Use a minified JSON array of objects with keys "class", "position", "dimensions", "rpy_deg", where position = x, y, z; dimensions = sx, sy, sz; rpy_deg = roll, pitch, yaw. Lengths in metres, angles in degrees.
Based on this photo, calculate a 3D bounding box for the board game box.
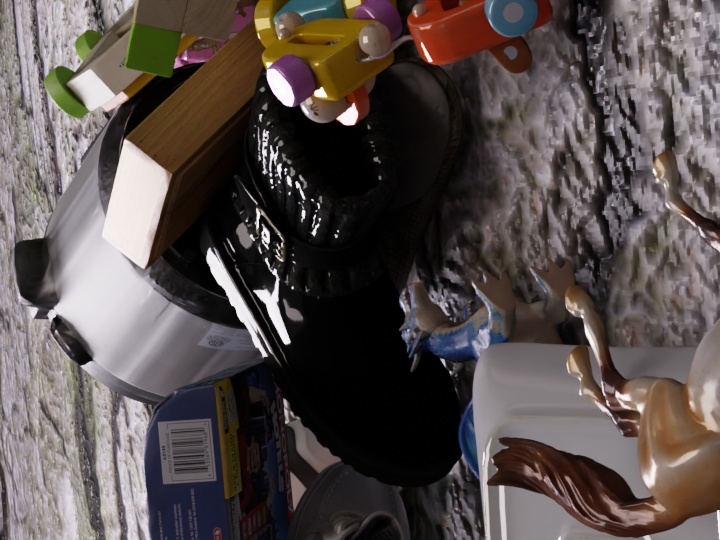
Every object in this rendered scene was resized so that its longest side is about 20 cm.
[{"class":"board game box","position":[-0.073,0.152,1.292],"dimensions":[0.200,0.061,0.201],"rpy_deg":[-17,-78,-80]}]

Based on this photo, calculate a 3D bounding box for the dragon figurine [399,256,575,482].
[{"class":"dragon figurine","position":[0.080,0.064,1.084],"dimensions":[0.200,0.059,0.100],"rpy_deg":[61,154,33]}]

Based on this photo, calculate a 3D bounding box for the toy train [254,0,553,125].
[{"class":"toy train","position":[0.025,-0.117,1.140],"dimensions":[0.200,0.150,0.056],"rpy_deg":[-117,2,-68]}]

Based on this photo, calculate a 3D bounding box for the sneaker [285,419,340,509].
[{"class":"sneaker","position":[-0.038,0.164,1.498],"dimensions":[0.074,0.080,0.201],"rpy_deg":[-117,26,-49]}]

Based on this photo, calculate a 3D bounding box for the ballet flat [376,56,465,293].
[{"class":"ballet flat","position":[0.021,-0.044,1.293],"dimensions":[0.067,0.046,0.200],"rpy_deg":[43,143,23]}]

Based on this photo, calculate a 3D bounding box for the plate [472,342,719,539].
[{"class":"plate","position":[0.109,0.130,0.956],"dimensions":[0.200,0.032,0.200],"rpy_deg":[-2,94,55]}]

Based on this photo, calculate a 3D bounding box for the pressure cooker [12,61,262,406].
[{"class":"pressure cooker","position":[-0.104,-0.012,1.446],"dimensions":[0.179,0.176,0.200],"rpy_deg":[-54,3,-34]}]

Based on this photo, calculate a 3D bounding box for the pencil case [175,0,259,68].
[{"class":"pencil case","position":[-0.106,-0.234,1.596],"dimensions":[0.087,0.082,0.201],"rpy_deg":[-136,44,-67]}]

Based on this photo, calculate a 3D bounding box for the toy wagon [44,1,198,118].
[{"class":"toy wagon","position":[-0.107,-0.165,1.415],"dimensions":[0.040,0.155,0.200],"rpy_deg":[47,-158,-12]}]

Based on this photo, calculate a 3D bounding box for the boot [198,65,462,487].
[{"class":"boot","position":[-0.002,0.001,1.244],"dimensions":[0.211,0.079,0.158],"rpy_deg":[50,145,12]}]

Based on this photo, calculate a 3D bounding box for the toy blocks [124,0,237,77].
[{"class":"toy blocks","position":[-0.079,-0.218,1.246],"dimensions":[0.137,0.100,0.201],"rpy_deg":[-98,21,-63]}]

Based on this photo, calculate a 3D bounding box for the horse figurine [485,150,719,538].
[{"class":"horse figurine","position":[0.129,0.028,0.864],"dimensions":[0.200,0.050,0.133],"rpy_deg":[-56,43,23]}]

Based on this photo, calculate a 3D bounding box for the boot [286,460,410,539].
[{"class":"boot","position":[0.003,0.153,1.235],"dimensions":[0.200,0.073,0.096],"rpy_deg":[-80,15,-49]}]

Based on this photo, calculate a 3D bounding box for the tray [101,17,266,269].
[{"class":"tray","position":[-0.061,-0.095,1.321],"dimensions":[0.037,0.200,0.099],"rpy_deg":[38,148,10]}]
